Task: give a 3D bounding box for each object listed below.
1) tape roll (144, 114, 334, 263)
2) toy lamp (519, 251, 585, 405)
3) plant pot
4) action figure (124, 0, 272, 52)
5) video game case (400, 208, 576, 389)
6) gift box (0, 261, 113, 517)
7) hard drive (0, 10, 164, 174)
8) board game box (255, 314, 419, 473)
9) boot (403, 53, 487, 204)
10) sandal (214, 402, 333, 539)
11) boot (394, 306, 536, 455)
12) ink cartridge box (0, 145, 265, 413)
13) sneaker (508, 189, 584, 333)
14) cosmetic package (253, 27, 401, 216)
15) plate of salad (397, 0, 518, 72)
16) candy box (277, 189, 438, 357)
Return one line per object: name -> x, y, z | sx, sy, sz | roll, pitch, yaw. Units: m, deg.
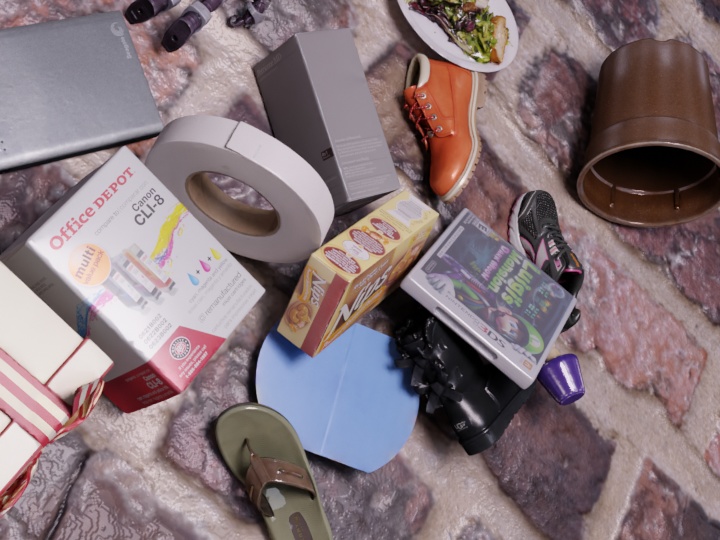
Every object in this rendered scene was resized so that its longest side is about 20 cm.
tape roll -> -0.124, -0.080, 1.150 | 0.203, 0.203, 0.037 | 37, 60, -20
toy lamp -> 0.218, 0.073, 1.388 | 0.058, 0.058, 0.200 | -4, 56, -34
plant pot -> 0.404, -0.195, 1.544 | 0.200, 0.200, 0.199 | 25, 57, -26
action figure -> -0.169, -0.325, 1.273 | 0.130, 0.069, 0.200 | 48, 52, -5
video game case -> 0.155, 0.026, 1.312 | 0.182, 0.023, 0.200 | 40, 36, 2
gift box -> -0.336, 0.107, 0.964 | 0.187, 0.200, 0.185 | 47, 62, -16
hard drive -> -0.315, -0.184, 1.154 | 0.200, 0.033, 0.140 | -20, 89, -36
board game box -> -0.031, 0.134, 1.256 | 0.199, 0.039, 0.158 | 23, 66, -19
boot -> 0.094, -0.180, 1.409 | 0.107, 0.075, 0.201 | 21, 58, -25
sandal -> -0.082, 0.226, 1.167 | 0.080, 0.057, 0.201 | -28, 96, -4
boot -> 0.123, 0.106, 1.317 | 0.163, 0.073, 0.198 | 57, 33, -6
ink cartridge box -> -0.229, 0.012, 1.089 | 0.200, 0.145, 0.145 | 46, 57, -14
sneaker -> 0.253, -0.010, 1.454 | 0.080, 0.086, 0.201 | 3, 75, -35
cosmetic package -> -0.040, -0.166, 1.290 | 0.090, 0.107, 0.201 | -19, 86, -36
plate of salad -> 0.132, -0.349, 1.471 | 0.199, 0.048, 0.201 | 16, 56, -26
candy box -> 0.000, 0.000, 1.231 | 0.055, 0.116, 0.200 | 36, 38, 14
